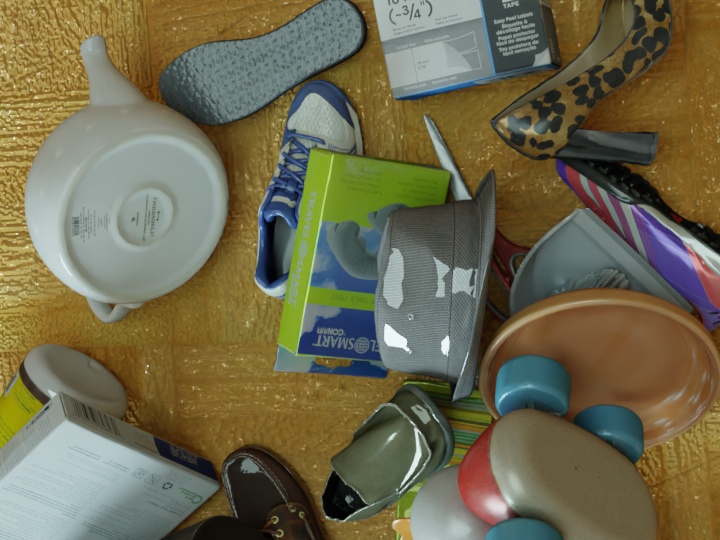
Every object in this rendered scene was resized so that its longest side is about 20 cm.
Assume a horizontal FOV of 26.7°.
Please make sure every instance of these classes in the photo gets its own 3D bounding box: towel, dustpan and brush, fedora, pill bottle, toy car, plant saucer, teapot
[{"bbox_3d":[0.073,0.200,1.369,0.086,0.018,0.201,5,96,19],"label":"towel"},{"bbox_3d":[0.165,0.046,1.294,0.140,0.057,0.200,42,140,-10],"label":"dustpan and brush"},{"bbox_3d":[0.057,0.012,1.256,0.090,0.177,0.200,4,130,0],"label":"fedora"},{"bbox_3d":[-0.315,0.177,1.449,0.109,0.109,0.200,37,105,12],"label":"pill bottle"},{"bbox_3d":[0.119,0.205,1.241,0.177,0.185,0.200,32,136,-27],"label":"toy car"},{"bbox_3d":[0.197,0.080,1.256,0.199,0.038,0.200,3,136,3],"label":"plant saucer"},{"bbox_3d":[-0.225,-0.071,1.383,0.200,0.197,0.146,-49,40,-4],"label":"teapot"}]

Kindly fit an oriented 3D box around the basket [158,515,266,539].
[{"bbox_3d":[-0.170,0.311,1.361,0.180,0.136,0.200,34,129,-29],"label":"basket"}]

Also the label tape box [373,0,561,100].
[{"bbox_3d":[0.082,-0.259,1.304,0.144,0.063,0.201,-11,91,18],"label":"label tape box"}]

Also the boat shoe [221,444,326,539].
[{"bbox_3d":[-0.068,0.252,1.394,0.070,0.070,0.200,-37,81,18],"label":"boat shoe"}]

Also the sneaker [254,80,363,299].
[{"bbox_3d":[-0.049,-0.070,1.351,0.075,0.088,0.201,8,96,20],"label":"sneaker"}]

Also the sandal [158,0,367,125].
[{"bbox_3d":[-0.086,-0.186,1.384,0.200,0.043,0.076,-18,96,9],"label":"sandal"}]

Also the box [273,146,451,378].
[{"bbox_3d":[0.000,0.000,1.328,0.048,0.122,0.201,25,106,61],"label":"box"}]

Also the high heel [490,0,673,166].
[{"bbox_3d":[0.178,-0.188,1.238,0.142,0.071,0.201,4,86,-16],"label":"high heel"}]

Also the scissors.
[{"bbox_3d":[0.095,-0.042,1.343,0.073,0.014,0.200,-42,83,19],"label":"scissors"}]

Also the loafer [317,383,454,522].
[{"bbox_3d":[0.019,0.169,1.306,0.075,0.070,0.200,48,144,15],"label":"loafer"}]

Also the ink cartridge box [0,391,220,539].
[{"bbox_3d":[-0.266,0.219,1.400,0.200,0.199,0.041,-43,44,14],"label":"ink cartridge box"}]

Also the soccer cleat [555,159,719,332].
[{"bbox_3d":[0.237,-0.029,1.272,0.200,0.068,0.073,37,112,11],"label":"soccer cleat"}]
